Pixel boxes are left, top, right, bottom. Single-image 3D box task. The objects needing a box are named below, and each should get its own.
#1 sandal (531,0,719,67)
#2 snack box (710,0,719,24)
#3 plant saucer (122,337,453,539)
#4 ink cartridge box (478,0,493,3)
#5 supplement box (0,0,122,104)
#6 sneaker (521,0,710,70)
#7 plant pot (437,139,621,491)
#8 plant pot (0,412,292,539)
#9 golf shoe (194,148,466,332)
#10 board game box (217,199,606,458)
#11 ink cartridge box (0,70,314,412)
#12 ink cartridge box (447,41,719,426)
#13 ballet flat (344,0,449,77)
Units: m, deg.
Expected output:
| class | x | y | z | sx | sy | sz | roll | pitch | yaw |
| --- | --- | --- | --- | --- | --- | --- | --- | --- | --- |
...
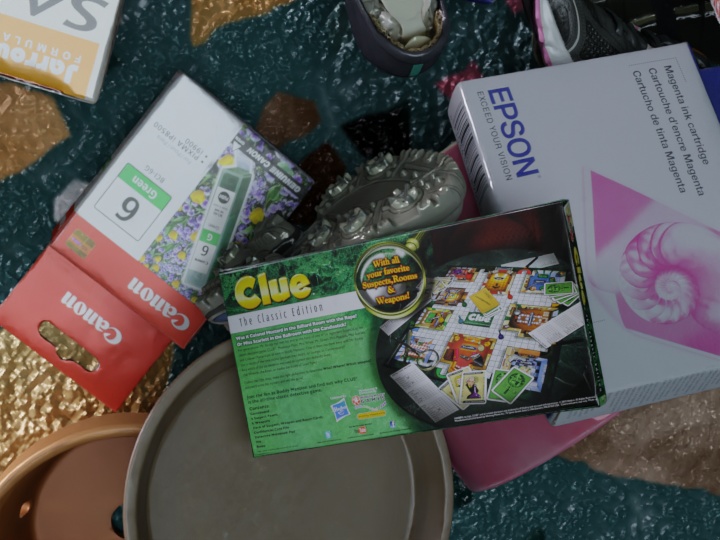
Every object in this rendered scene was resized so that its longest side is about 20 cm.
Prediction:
| class | x | y | z | sx | sy | sz | roll | pitch | yaw |
| --- | --- | --- | --- | --- | --- | --- | --- | --- | --- |
| sandal | 0.208 | -0.170 | 0.966 | 0.199 | 0.058 | 0.081 | -7 | 120 | 6 |
| snack box | 0.237 | -0.192 | 0.894 | 0.071 | 0.201 | 0.025 | -3 | 127 | 3 |
| plant saucer | -0.040 | 0.131 | 0.852 | 0.198 | 0.029 | 0.203 | 0 | 89 | -23 |
| ink cartridge box | 0.044 | -0.253 | 0.910 | 0.135 | 0.076 | 0.202 | 22 | 97 | -12 |
| supplement box | -0.195 | -0.150 | 0.831 | 0.125 | 0.200 | 0.074 | 16 | 97 | -12 |
| sneaker | 0.170 | -0.123 | 0.929 | 0.086 | 0.081 | 0.200 | -30 | 130 | 13 |
| plant pot | 0.099 | 0.006 | 0.921 | 0.199 | 0.200 | 0.180 | -34 | 88 | -2 |
| plant pot | -0.144 | 0.176 | 0.927 | 0.198 | 0.140 | 0.203 | -1 | 99 | -9 |
| golf shoe | 0.000 | 0.000 | 0.869 | 0.199 | 0.079 | 0.097 | -25 | 117 | 41 |
| board game box | 0.023 | 0.033 | 0.781 | 0.198 | 0.023 | 0.106 | -10 | 92 | 24 |
| ink cartridge box | -0.132 | -0.013 | 0.941 | 0.109 | 0.050 | 0.201 | 38 | 91 | -14 |
| ink cartridge box | 0.169 | -0.031 | 0.831 | 0.198 | 0.043 | 0.198 | -12 | 66 | -11 |
| ballet flat | 0.006 | -0.204 | 0.832 | 0.072 | 0.073 | 0.202 | -19 | 104 | -5 |
